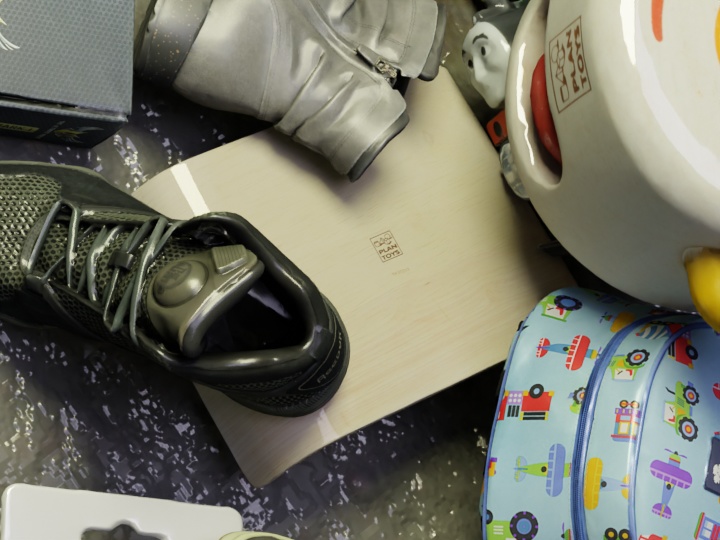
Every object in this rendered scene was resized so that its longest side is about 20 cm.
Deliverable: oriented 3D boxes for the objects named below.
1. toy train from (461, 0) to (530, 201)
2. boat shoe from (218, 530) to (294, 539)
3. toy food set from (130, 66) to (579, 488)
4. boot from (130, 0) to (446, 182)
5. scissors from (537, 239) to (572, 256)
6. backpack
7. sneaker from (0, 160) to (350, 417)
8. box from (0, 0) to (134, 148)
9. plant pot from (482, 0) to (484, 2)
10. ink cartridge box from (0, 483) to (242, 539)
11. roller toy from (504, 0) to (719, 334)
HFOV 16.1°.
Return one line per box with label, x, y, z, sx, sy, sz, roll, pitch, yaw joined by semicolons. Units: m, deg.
toy train;0.142;-0.101;1.221;0.199;0.085;0.114;-22;81;-23
boat shoe;0.011;0.164;1.089;0.201;0.066;0.072;42;51;-43
toy food set;0.000;0.000;1.178;0.199;0.060;0.144;-23;78;-32
boot;-0.018;-0.143;1.176;0.131;0.070;0.201;23;68;-9
scissors;0.160;-0.023;1.250;0.199;0.014;0.074;15;92;-42
backpack;0.149;0.100;1.150;0.200;0.134;0.183;34;62;-42
sneaker;-0.099;-0.003;1.061;0.199;0.114;0.077;24;78;6
box;-0.178;-0.164;1.119;0.157;0.051;0.201;8;73;-28
plant pot;0.139;-0.269;1.240;0.181;0.200;0.200;-20;87;-37
ink cartridge box;-0.113;0.196;1.052;0.115;0.067;0.201;10;73;-27
roller toy;0.163;-0.081;1.098;0.182;0.140;0.200;43;68;-4
